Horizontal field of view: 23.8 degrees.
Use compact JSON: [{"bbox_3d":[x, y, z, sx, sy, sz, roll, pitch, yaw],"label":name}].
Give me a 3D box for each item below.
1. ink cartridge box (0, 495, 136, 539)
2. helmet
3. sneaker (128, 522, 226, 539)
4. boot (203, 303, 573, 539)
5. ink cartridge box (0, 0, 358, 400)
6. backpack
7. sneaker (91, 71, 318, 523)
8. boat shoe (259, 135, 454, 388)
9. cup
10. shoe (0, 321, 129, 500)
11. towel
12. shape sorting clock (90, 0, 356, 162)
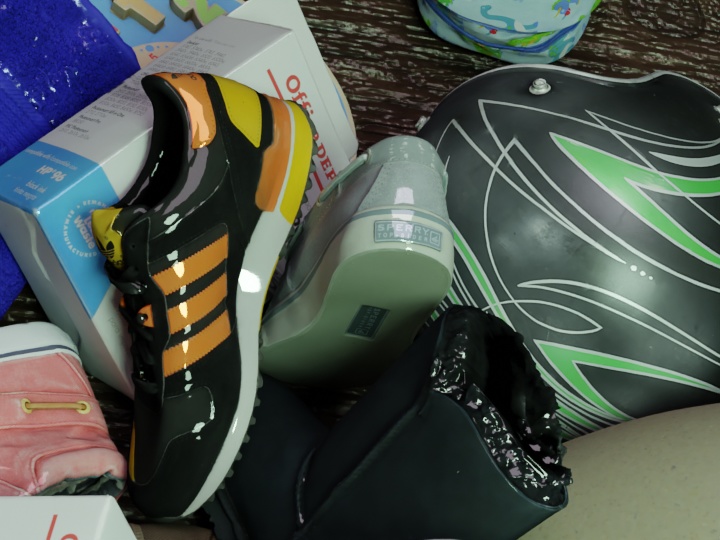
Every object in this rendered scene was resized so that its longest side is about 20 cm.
[{"bbox_3d":[-0.155,0.153,0.680,0.199,0.067,0.116,-3,49,14],"label":"ink cartridge box"},{"bbox_3d":[0.111,-0.003,0.849,0.190,0.200,0.200,-5,53,-40],"label":"helmet"},{"bbox_3d":[-0.064,0.195,0.723,0.075,0.071,0.201,1,54,-22],"label":"sneaker"},{"bbox_3d":[0.007,0.074,0.751,0.076,0.168,0.201,28,26,-32],"label":"boot"},{"bbox_3d":[-0.072,-0.045,0.844,0.200,0.116,0.068,-39,34,-23],"label":"ink cartridge box"},{"bbox_3d":[0.104,-0.223,1.061,0.162,0.154,0.200,19,29,-4],"label":"backpack"},{"bbox_3d":[-0.088,0.009,0.763,0.090,0.070,0.201,18,85,-34],"label":"sneaker"},{"bbox_3d":[-0.001,0.000,0.796,0.070,0.201,0.072,12,65,-13],"label":"boat shoe"},{"bbox_3d":[0.121,0.149,0.753,0.142,0.201,0.201,5,48,18],"label":"cup"},{"bbox_3d":[-0.204,0.090,0.761,0.199,0.072,0.091,-15,55,-30],"label":"shoe"},{"bbox_3d":[-0.192,-0.069,0.829,0.148,0.049,0.200,46,56,-25],"label":"towel"},{"bbox_3d":[-0.097,-0.086,0.949,0.199,0.039,0.201,8,52,-10],"label":"shape sorting clock"}]
